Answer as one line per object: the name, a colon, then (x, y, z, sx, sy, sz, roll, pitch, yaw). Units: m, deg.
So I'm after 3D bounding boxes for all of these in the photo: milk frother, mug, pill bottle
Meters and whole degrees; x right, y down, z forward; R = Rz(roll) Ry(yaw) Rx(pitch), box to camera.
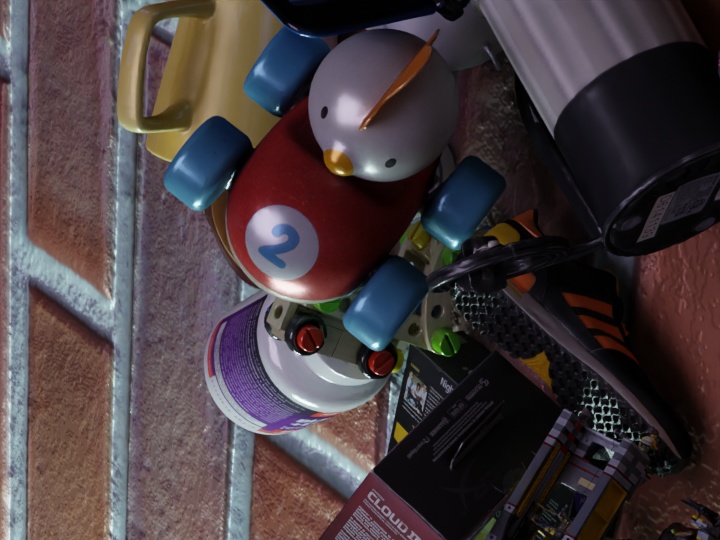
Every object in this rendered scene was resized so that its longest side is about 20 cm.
milk frother: (0.112, -0.094, 1.337, 0.189, 0.199, 0.181, 63, 142, 24)
mug: (-0.085, -0.155, 1.660, 0.149, 0.187, 0.154, 11, 103, 10)
pill bottle: (-0.038, 0.057, 1.667, 0.200, 0.111, 0.112, -28, 75, 65)

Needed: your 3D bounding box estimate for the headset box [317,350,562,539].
headset box: (0.044, 0.154, 1.449, 0.075, 0.149, 0.200, 42, 139, 8)

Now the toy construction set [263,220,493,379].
toy construction set: (0.000, 0.000, 1.524, 0.132, 0.199, 0.092, -67, 19, 4)

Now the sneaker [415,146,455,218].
sneaker: (-0.025, -0.042, 1.643, 0.200, 0.114, 0.073, -47, 62, 53)

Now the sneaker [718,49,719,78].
sneaker: (0.268, -0.057, 1.230, 0.086, 0.080, 0.201, -25, 84, 45)

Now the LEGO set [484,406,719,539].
LEGO set: (0.185, 0.169, 1.376, 0.200, 0.154, 0.116, 22, 77, 50)

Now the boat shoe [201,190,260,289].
boat shoe: (-0.095, -0.063, 1.780, 0.070, 0.070, 0.201, 98, 160, -54)

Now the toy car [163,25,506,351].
toy car: (-0.002, -0.081, 1.394, 0.184, 0.177, 0.200, 37, 157, 3)

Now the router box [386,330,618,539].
router box: (0.095, 0.162, 1.572, 0.200, 0.052, 0.158, 43, 132, 43)

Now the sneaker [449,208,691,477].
sneaker: (0.154, 0.042, 1.437, 0.200, 0.090, 0.070, 43, 153, 7)

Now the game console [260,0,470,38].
game console: (-0.007, -0.250, 1.387, 0.171, 0.118, 0.200, -52, 55, 15)

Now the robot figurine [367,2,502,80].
robot figurine: (0.041, -0.206, 1.494, 0.200, 0.113, 0.170, 39, 145, 45)
